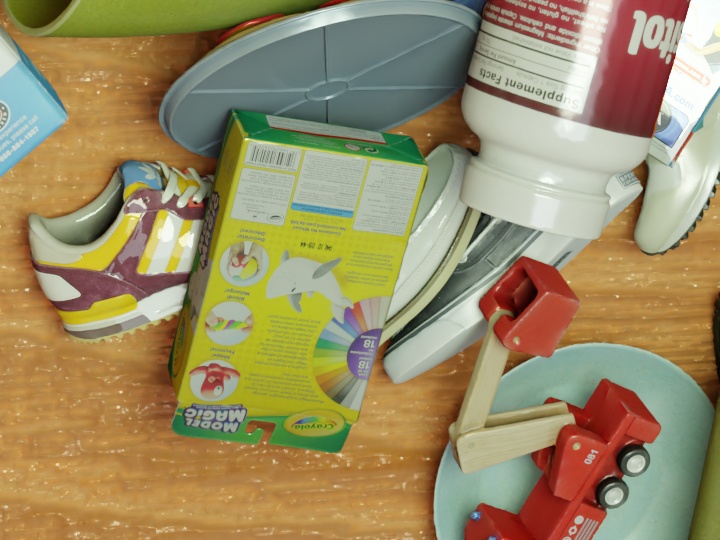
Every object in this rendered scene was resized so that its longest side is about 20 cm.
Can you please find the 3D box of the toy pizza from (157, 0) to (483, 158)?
[{"bbox_3d":[-0.023,-0.118,1.592,0.199,0.200,0.032,-13,72,-9],"label":"toy pizza"}]

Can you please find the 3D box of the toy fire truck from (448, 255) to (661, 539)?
[{"bbox_3d":[0.105,0.103,1.688,0.140,0.049,0.201,22,108,-28],"label":"toy fire truck"}]

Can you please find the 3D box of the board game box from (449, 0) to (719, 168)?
[{"bbox_3d":[0.154,-0.198,1.623,0.199,0.056,0.197,33,98,0],"label":"board game box"}]

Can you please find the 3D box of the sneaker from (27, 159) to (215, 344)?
[{"bbox_3d":[-0.101,-0.032,1.643,0.199,0.075,0.091,-25,117,-5],"label":"sneaker"}]

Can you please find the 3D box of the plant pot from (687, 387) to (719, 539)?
[{"bbox_3d":[0.282,0.146,1.680,0.199,0.201,0.186,-3,111,-12],"label":"plant pot"}]

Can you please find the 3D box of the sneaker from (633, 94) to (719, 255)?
[{"bbox_3d":[0.193,-0.112,1.698,0.093,0.070,0.201,22,105,0],"label":"sneaker"}]

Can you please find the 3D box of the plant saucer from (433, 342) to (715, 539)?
[{"bbox_3d":[0.140,0.136,1.774,0.199,0.039,0.203,-4,109,-11],"label":"plant saucer"}]

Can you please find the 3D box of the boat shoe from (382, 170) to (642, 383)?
[{"bbox_3d":[0.080,-0.012,1.699,0.200,0.072,0.068,-43,78,18],"label":"boat shoe"}]

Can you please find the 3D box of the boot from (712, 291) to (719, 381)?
[{"bbox_3d":[0.334,0.062,1.784,0.199,0.066,0.176,-16,123,-7],"label":"boot"}]

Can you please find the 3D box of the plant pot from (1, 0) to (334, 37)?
[{"bbox_3d":[-0.081,-0.210,1.546,0.199,0.187,0.188,7,107,-29],"label":"plant pot"}]

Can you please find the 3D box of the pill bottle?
[{"bbox_3d":[0.122,-0.126,1.550,0.112,0.113,0.201,12,100,-16],"label":"pill bottle"}]

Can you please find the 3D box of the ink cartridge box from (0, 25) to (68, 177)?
[{"bbox_3d":[-0.287,-0.123,1.565,0.145,0.084,0.200,-39,112,2],"label":"ink cartridge box"}]

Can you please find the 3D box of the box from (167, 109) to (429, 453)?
[{"bbox_3d":[-0.041,0.011,1.612,0.116,0.048,0.201,8,113,-18],"label":"box"}]

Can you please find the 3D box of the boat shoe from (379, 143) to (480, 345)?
[{"bbox_3d":[0.000,0.000,1.677,0.068,0.075,0.201,32,99,-26],"label":"boat shoe"}]
